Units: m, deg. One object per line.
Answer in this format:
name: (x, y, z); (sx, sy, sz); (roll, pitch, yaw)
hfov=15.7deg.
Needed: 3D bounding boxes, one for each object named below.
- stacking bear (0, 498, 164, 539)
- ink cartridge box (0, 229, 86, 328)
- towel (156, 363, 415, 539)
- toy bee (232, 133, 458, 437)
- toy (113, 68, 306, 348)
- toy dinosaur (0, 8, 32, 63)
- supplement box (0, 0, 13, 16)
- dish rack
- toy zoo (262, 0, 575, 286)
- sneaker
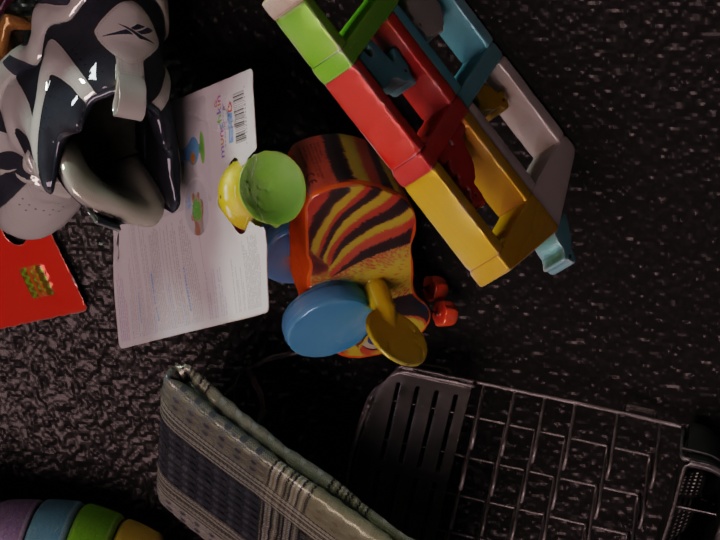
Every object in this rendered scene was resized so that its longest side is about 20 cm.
stacking bear: (-0.141, 0.194, 1.497); (0.198, 0.122, 0.114); (11, 129, 3)
ink cartridge box: (-0.272, -0.015, 1.457); (0.199, 0.050, 0.163); (-11, 114, 29)
towel: (-0.027, 0.140, 1.397); (0.200, 0.035, 0.193); (37, 157, 11)
toy bee: (0.000, 0.000, 1.340); (0.200, 0.108, 0.132); (130, 129, -65)
toy: (-0.075, -0.027, 1.317); (0.200, 0.047, 0.116); (164, 102, -66)
toy dinosaur: (-0.221, -0.141, 1.338); (0.199, 0.061, 0.106); (31, 112, -14)
supplement box: (-0.216, -0.234, 1.261); (0.199, 0.131, 0.103); (34, 125, -2)
dish rack: (0.089, 0.129, 1.387); (0.198, 0.055, 0.154); (13, 124, 1)
toy zoo: (0.041, -0.079, 1.253); (0.020, 0.131, 0.200); (-31, 104, 31)
sneaker: (-0.143, -0.052, 1.307); (0.079, 0.130, 0.199); (12, 136, -26)
